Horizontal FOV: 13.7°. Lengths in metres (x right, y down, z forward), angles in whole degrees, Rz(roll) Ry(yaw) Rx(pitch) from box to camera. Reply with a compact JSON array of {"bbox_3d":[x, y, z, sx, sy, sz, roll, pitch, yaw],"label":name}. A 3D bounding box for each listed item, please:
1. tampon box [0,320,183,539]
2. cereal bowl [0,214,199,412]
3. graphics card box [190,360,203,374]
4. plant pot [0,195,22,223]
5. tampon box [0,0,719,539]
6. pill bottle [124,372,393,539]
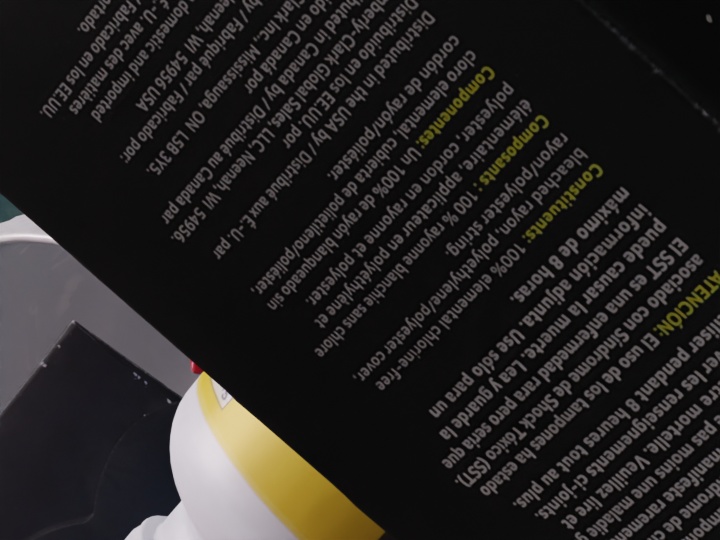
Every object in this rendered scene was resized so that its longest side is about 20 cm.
[{"bbox_3d":[-0.119,0.147,1.067,0.150,0.126,0.200,-56,2,-39],"label":"tampon box"},{"bbox_3d":[-0.079,0.059,1.171,0.083,0.200,0.200,-40,-4,-46],"label":"cereal bowl"},{"bbox_3d":[-0.030,-0.054,1.020,0.200,0.051,0.126,-102,21,-69],"label":"graphics card box"},{"bbox_3d":[-0.134,-0.074,1.355,0.201,0.200,0.161,-46,21,36],"label":"plant pot"},{"bbox_3d":[0.042,-0.040,0.597,0.126,0.200,0.150,-45,4,39],"label":"tampon box"},{"bbox_3d":[0.018,0.042,0.837,0.200,0.112,0.112,-48,4,12],"label":"pill bottle"}]
